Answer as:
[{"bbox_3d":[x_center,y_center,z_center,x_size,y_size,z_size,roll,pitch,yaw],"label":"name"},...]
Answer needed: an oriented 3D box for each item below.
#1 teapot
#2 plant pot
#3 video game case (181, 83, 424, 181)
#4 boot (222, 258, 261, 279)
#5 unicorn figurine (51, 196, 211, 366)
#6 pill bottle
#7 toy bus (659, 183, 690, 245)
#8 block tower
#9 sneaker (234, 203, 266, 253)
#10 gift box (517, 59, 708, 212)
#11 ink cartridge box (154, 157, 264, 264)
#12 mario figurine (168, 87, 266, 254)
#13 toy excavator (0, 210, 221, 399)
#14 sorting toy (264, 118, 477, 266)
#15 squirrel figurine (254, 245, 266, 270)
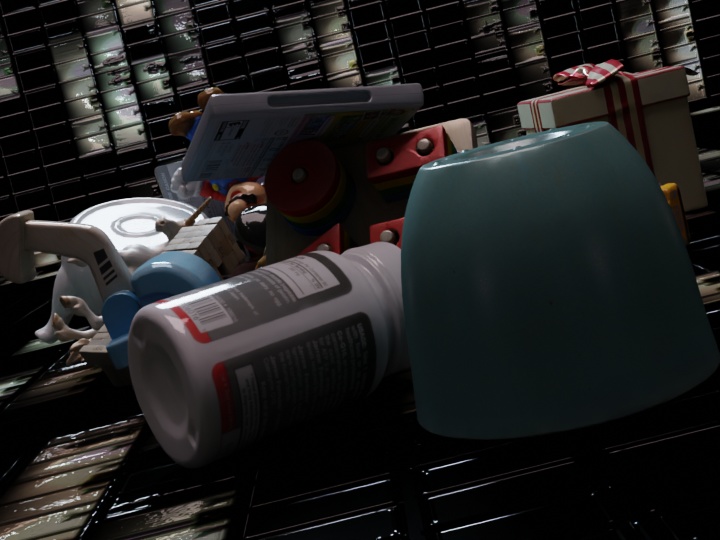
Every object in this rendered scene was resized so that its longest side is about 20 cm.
[{"bbox_3d":[-0.255,0.011,1.416,0.198,0.148,0.198,9,28,17],"label":"teapot"},{"bbox_3d":[0.115,-0.004,0.767,0.198,0.163,0.201,-14,7,2],"label":"plant pot"},{"bbox_3d":[-0.058,-0.120,1.058,0.180,0.022,0.200,-6,-10,-16],"label":"video game case"},{"bbox_3d":[-0.096,0.002,1.330,0.165,0.073,0.200,-32,2,-9],"label":"boot"},{"bbox_3d":[-0.249,0.009,1.274,0.136,0.203,0.074,12,-6,-19],"label":"unicorn figurine"},{"bbox_3d":[-0.052,0.052,0.844,0.198,0.115,0.113,-18,9,-32],"label":"pill bottle"},{"bbox_3d":[0.216,-0.036,1.173,0.199,0.066,0.078,-7,11,42],"label":"toy bus"},{"bbox_3d":[-0.194,0.032,1.195,0.054,0.058,0.201,-4,37,38],"label":"block tower"},{"bbox_3d":[-0.043,-0.068,1.285,0.197,0.082,0.074,-5,45,9],"label":"sneaker"},{"bbox_3d":[0.304,-0.156,1.417,0.198,0.189,0.184,-16,8,-9],"label":"gift box"},{"bbox_3d":[-0.142,-0.068,1.508,0.174,0.202,0.084,-10,17,21],"label":"ink cartridge box"},{"bbox_3d":[-0.150,-0.109,1.381,0.105,0.201,0.123,-27,-10,-28],"label":"mario figurine"},{"bbox_3d":[-0.193,0.018,1.022,0.193,0.202,0.100,-22,6,7],"label":"toy excavator"},{"bbox_3d":[0.002,-0.031,1.009,0.197,0.202,0.070,-12,-27,18],"label":"sorting toy"},{"bbox_3d":[0.000,0.000,1.167,0.186,0.143,0.199,-26,-22,30],"label":"squirrel figurine"}]
